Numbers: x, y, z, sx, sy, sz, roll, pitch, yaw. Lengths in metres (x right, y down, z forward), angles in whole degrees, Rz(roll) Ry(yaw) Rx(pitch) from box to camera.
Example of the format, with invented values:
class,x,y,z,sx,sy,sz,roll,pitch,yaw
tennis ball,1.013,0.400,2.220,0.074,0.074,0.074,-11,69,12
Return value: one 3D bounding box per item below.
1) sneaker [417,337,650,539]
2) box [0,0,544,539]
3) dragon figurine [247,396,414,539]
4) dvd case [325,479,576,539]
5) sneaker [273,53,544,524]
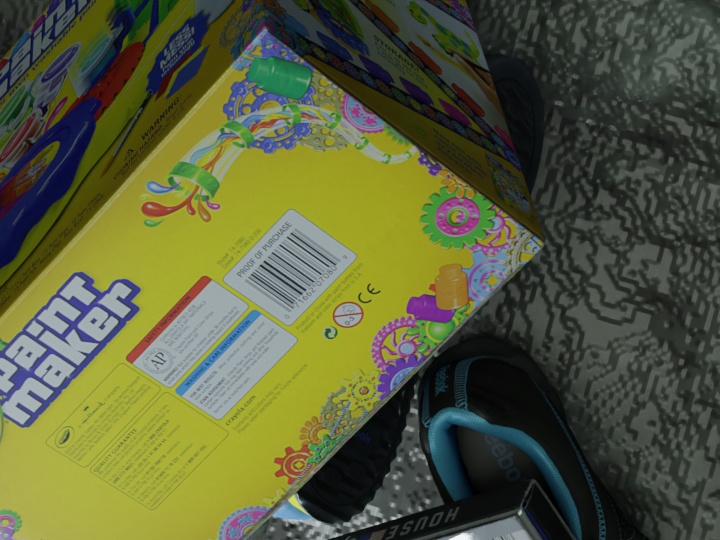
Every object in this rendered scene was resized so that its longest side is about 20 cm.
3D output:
class,x,y,z,sx,sy,sz,roll,pitch,yaw
sneaker,0.082,0.123,0.866,0.073,0.082,0.200,-37,92,13
box,-0.059,-0.024,0.780,0.122,0.193,0.200,35,111,-25
dragon figurine,-0.083,0.076,0.899,0.199,0.059,0.100,-29,99,21
dvd case,0.053,0.178,0.861,0.150,0.025,0.200,-20,114,32
sneaker,0.000,0.000,0.852,0.078,0.066,0.201,13,69,47
